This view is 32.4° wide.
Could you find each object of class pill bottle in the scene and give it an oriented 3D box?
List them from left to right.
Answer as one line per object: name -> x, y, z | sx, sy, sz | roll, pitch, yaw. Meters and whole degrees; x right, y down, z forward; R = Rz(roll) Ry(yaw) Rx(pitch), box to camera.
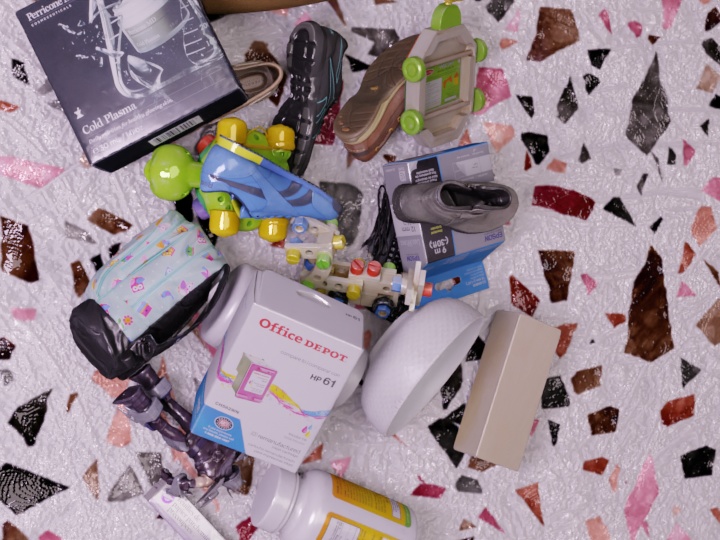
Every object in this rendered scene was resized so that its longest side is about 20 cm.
pill bottle -> -0.093, 0.087, 1.565 | 0.199, 0.112, 0.113 | 33, 79, -16
pill bottle -> -0.036, 0.322, 1.586 | 0.198, 0.111, 0.112 | 26, 81, -18

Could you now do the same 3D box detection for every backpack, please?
backpack -> -0.252, 0.027, 1.490 | 0.200, 0.167, 0.127 | -43, 98, -21

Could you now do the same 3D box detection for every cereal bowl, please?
cereal bowl -> 0.067, 0.112, 1.594 | 0.083, 0.200, 0.200 | 38, 76, 13

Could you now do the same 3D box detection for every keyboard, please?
keyboard -> 0.055, -0.035, 1.659 | 0.103, 0.040, 0.202 | 21, 82, -19

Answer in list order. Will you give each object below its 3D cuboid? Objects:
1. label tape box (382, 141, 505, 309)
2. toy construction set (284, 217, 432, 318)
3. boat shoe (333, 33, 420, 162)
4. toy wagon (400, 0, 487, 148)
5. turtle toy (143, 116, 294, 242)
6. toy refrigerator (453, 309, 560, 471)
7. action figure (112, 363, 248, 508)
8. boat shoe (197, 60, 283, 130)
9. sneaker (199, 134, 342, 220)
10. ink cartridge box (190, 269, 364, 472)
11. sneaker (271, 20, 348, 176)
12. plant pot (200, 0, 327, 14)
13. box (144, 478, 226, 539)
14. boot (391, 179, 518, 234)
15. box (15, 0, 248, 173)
label tape box -> 0.119, -0.058, 1.650 | 0.142, 0.066, 0.203 | -16, 96, -34
toy construction set -> 0.000, 0.000, 1.572 | 0.198, 0.132, 0.093 | 20, 48, 10
boat shoe -> 0.039, -0.230, 1.646 | 0.201, 0.071, 0.068 | -54, 139, -20
toy wagon -> 0.109, -0.267, 1.628 | 0.154, 0.039, 0.203 | -25, 124, -46
turtle toy -> -0.170, -0.115, 1.534 | 0.198, 0.100, 0.148 | 5, 91, -41
toy refrigerator -> 0.199, 0.163, 1.696 | 0.075, 0.070, 0.203 | 21, 83, -25
action figure -> -0.213, 0.206, 1.533 | 0.200, 0.069, 0.131 | 48, 44, -13
boat shoe -> -0.192, -0.221, 1.556 | 0.198, 0.064, 0.072 | -26, 98, -18
sneaker -> -0.109, -0.090, 1.486 | 0.199, 0.066, 0.079 | 25, 91, -39
ink cartridge box -> -0.099, 0.120, 1.471 | 0.143, 0.085, 0.201 | 22, 115, -12
sneaker -> -0.059, -0.216, 1.599 | 0.079, 0.075, 0.203 | 2, 105, -48
plant pot -> -0.118, -0.400, 1.540 | 0.198, 0.186, 0.188 | -22, 97, -3
box -> -0.192, 0.345, 1.567 | 0.039, 0.041, 0.200 | -44, 104, -15
boot -> 0.148, -0.082, 1.554 | 0.198, 0.130, 0.069 | -1, 90, -33
box -> -0.265, -0.250, 1.464 | 0.198, 0.124, 0.198 | -27, 90, 0
